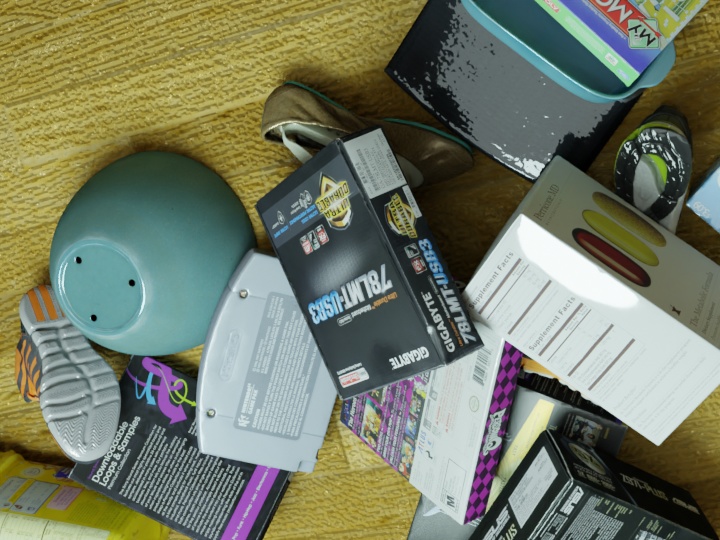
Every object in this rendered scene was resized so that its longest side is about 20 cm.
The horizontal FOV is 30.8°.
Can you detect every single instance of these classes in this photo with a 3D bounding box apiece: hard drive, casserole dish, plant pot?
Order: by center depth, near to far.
[{"bbox_3d":[0.165,-0.214,1.070,0.200,0.039,0.121,37,68,3],"label":"casserole dish"},{"bbox_3d":[0.127,-0.162,1.125,0.200,0.042,0.135,36,113,5],"label":"hard drive"},{"bbox_3d":[-0.214,-0.003,1.235,0.200,0.135,0.201,5,107,17],"label":"plant pot"}]

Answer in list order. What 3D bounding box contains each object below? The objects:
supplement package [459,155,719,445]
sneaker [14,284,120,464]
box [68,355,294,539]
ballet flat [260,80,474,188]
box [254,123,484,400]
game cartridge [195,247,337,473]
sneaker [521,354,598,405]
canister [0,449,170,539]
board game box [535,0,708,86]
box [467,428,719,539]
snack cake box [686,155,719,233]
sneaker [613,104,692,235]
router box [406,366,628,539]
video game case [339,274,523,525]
[{"bbox_3d":[0.198,0.022,1.050,0.200,0.114,0.110,34,128,1],"label":"supplement package"},{"bbox_3d":[-0.293,0.121,1.302,0.112,0.077,0.200,114,142,-48],"label":"sneaker"},{"bbox_3d":[-0.167,0.183,1.290,0.200,0.036,0.143,24,76,10],"label":"box"},{"bbox_3d":[-0.001,-0.107,1.163,0.200,0.072,0.068,22,154,11],"label":"ballet flat"},{"bbox_3d":[0.000,0.000,1.105,0.200,0.050,0.199,-27,86,62],"label":"box"},{"bbox_3d":[-0.082,0.084,1.227,0.133,0.040,0.200,14,99,-18],"label":"game cartridge"},{"bbox_3d":[0.179,0.055,1.159,0.200,0.078,0.077,23,110,0],"label":"sneaker"},{"bbox_3d":[-0.311,0.260,1.338,0.200,0.149,0.087,7,113,14],"label":"canister"},{"bbox_3d":[0.186,-0.263,1.044,0.200,0.029,0.135,43,75,2],"label":"board game box"},{"bbox_3d":[0.186,0.264,1.145,0.164,0.086,0.200,25,108,-18],"label":"box"},{"bbox_3d":[0.380,-0.037,1.066,0.200,0.067,0.115,40,113,3],"label":"snack cake box"},{"bbox_3d":[0.244,-0.050,1.107,0.074,0.081,0.200,22,130,13],"label":"sneaker"},{"bbox_3d":[0.146,0.192,1.218,0.157,0.052,0.200,21,111,11],"label":"router box"},{"bbox_3d":[0.059,0.096,1.167,0.181,0.036,0.200,35,127,41],"label":"video game case"}]
